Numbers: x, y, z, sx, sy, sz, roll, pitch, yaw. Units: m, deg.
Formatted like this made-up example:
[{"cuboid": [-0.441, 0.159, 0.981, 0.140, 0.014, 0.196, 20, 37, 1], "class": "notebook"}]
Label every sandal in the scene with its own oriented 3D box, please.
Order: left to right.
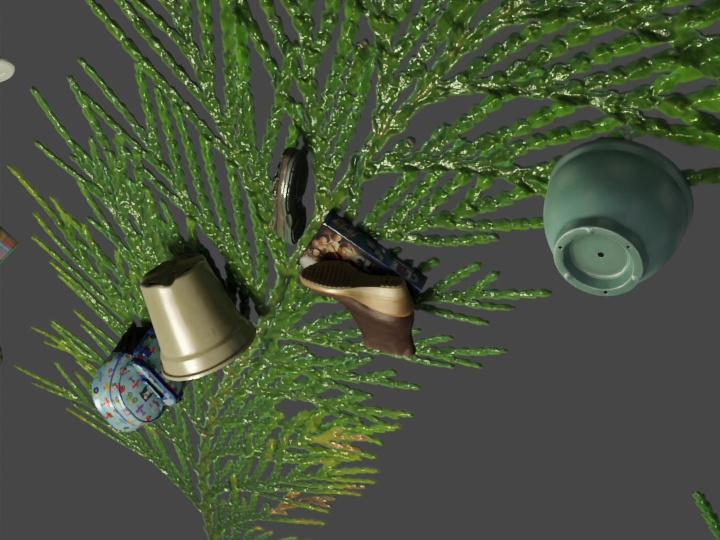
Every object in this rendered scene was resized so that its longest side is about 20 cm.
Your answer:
[{"cuboid": [-0.682, -0.355, 1.627, 0.201, 0.082, 0.051, -10, 83, 41], "class": "sandal"}]

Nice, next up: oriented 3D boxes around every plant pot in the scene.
[{"cuboid": [-0.322, 0.075, 1.756, 0.198, 0.201, 0.186, -4, 118, 35], "class": "plant pot"}, {"cuboid": [0.330, -0.054, 1.227, 0.198, 0.135, 0.202, 17, 138, 16], "class": "plant pot"}]

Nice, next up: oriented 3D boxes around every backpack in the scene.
[{"cuboid": [-0.474, 0.242, 1.995, 0.133, 0.201, 0.184, -7, 127, 37], "class": "backpack"}]

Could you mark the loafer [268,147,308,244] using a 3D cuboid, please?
[{"cuboid": [-0.126, -0.123, 1.502, 0.062, 0.072, 0.201, 25, 142, 16], "class": "loafer"}]

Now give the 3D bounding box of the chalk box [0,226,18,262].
[{"cuboid": [-0.840, -0.045, 1.997, 0.125, 0.124, 0.199, 47, 137, -17], "class": "chalk box"}]

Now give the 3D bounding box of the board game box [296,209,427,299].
[{"cuboid": [0.000, 0.000, 1.572, 0.199, 0.035, 0.136, 34, 140, -3], "class": "board game box"}]

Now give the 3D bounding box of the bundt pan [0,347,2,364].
[{"cuboid": [-1.014, 0.199, 2.394, 0.199, 0.076, 0.204, 17, 138, 16], "class": "bundt pan"}]

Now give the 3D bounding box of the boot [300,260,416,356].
[{"cuboid": [-0.003, 0.072, 1.562, 0.197, 0.073, 0.168, 9, 134, 19], "class": "boot"}]
